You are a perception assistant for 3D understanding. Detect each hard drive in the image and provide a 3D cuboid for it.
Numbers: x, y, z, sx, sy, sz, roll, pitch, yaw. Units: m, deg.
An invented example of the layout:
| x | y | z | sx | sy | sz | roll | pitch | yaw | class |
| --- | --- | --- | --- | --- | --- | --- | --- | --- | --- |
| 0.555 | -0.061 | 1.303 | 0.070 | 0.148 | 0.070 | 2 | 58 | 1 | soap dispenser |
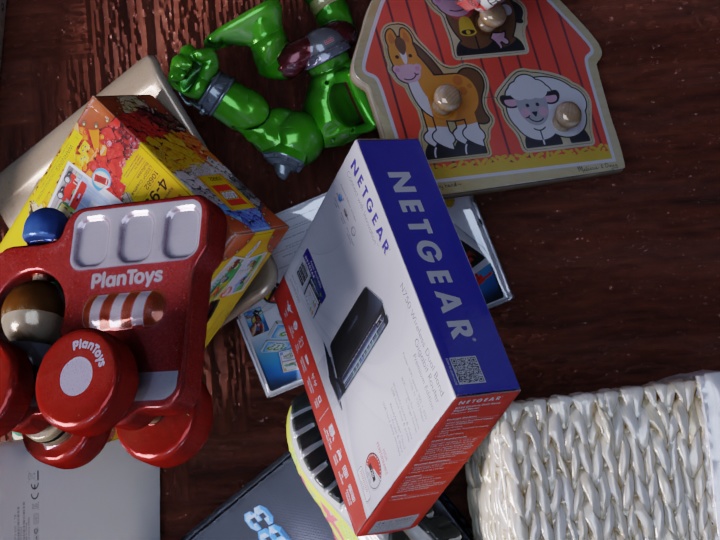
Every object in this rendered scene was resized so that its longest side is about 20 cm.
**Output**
| x | y | z | sx | sy | sz | roll | pitch | yaw | class |
| --- | --- | --- | --- | --- | --- | --- | --- | --- | --- |
| -0.215 | 0.184 | 1.194 | 0.026 | 0.200 | 0.133 | 0 | 90 | 30 | hard drive |

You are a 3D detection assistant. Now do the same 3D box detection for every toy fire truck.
| x | y | z | sx | sy | sz | roll | pitch | yaw | class |
| --- | --- | --- | --- | --- | --- | --- | --- | --- | --- |
| -0.182 | 0.037 | 1.097 | 0.199 | 0.112 | 0.169 | -4 | 69 | 29 | toy fire truck |

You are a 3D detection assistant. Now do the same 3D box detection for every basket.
| x | y | z | sx | sy | sz | roll | pitch | yaw | class |
| --- | --- | --- | --- | --- | --- | --- | --- | --- | --- |
| 0.162 | 0.177 | 1.115 | 0.160 | 0.198 | 0.201 | -7 | 84 | -4 | basket |

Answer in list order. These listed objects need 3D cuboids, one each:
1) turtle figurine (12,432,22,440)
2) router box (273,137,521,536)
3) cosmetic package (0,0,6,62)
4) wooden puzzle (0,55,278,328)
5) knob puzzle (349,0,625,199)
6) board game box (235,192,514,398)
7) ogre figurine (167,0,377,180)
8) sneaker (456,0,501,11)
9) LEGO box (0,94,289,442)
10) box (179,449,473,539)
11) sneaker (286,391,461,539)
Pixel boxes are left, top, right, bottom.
| x | y | z | sx | sy | sz | roll | pitch | yaw | class |
| --- | --- | --- | --- | --- | --- | --- | --- | --- | --- |
| -0.267 | 0.169 | 1.242 | 0.100 | 0.150 | 0.201 | 3 | 106 | -30 | turtle figurine |
| 0.017 | 0.044 | 1.102 | 0.049 | 0.180 | 0.201 | -4 | 56 | -27 | router box |
| -0.338 | -0.121 | 1.266 | 0.107 | 0.085 | 0.201 | 4 | 90 | 6 | cosmetic package |
| -0.166 | -0.031 | 1.242 | 0.185 | 0.046 | 0.201 | -33 | 81 | 27 | wooden puzzle |
| 0.087 | -0.154 | 1.182 | 0.219 | 0.030 | 0.221 | 7 | 66 | -15 | knob puzzle |
| 0.000 | 0.000 | 1.240 | 0.199 | 0.035 | 0.127 | -22 | 87 | 8 | board game box |
| -0.030 | -0.147 | 1.209 | 0.200 | 0.098 | 0.120 | -30 | 92 | -37 | ogre figurine |
| 0.036 | -0.221 | 1.157 | 0.201 | 0.067 | 0.108 | -13 | 128 | 29 | sneaker |
| -0.169 | -0.001 | 1.177 | 0.149 | 0.077 | 0.200 | 43 | 113 | 17 | LEGO box |
| -0.014 | 0.229 | 1.239 | 0.198 | 0.050 | 0.200 | -39 | 85 | 5 | box |
| 0.003 | 0.175 | 1.177 | 0.078 | 0.090 | 0.200 | -19 | 63 | -30 | sneaker |
